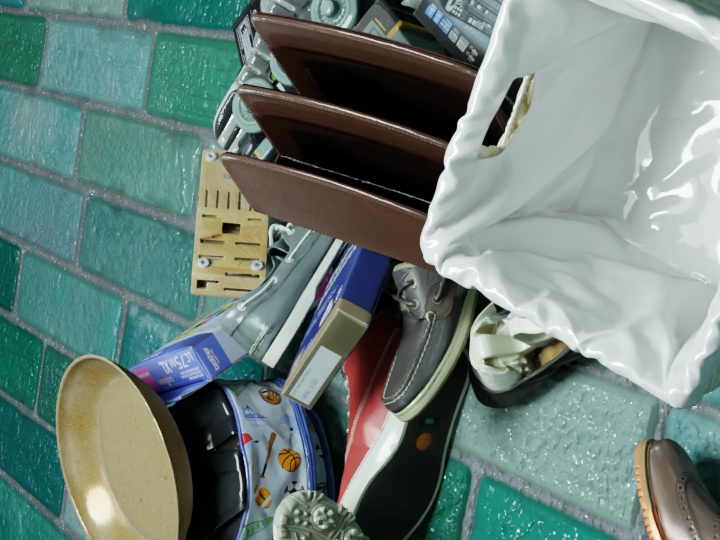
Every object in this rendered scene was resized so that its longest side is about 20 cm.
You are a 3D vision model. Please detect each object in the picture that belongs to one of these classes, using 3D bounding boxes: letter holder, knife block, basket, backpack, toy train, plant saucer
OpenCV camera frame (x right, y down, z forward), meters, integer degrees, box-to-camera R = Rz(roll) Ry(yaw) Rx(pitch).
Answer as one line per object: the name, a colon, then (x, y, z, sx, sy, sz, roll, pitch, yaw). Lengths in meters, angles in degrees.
letter holder: (-0.001, -0.092, 1.075, 0.199, 0.142, 0.101, 19, 69, 30)
knife block: (-0.119, -0.018, 1.379, 0.176, 0.064, 0.201, 100, 171, -54)
basket: (0.174, -0.060, 0.873, 0.200, 0.161, 0.199, 31, 113, 30)
backpack: (-0.107, 0.185, 1.321, 0.191, 0.153, 0.201, -48, 54, 54)
toy train: (-0.019, -0.145, 1.225, 0.200, 0.085, 0.114, -48, 64, 21)
plant saucer: (-0.194, 0.165, 1.274, 0.200, 0.035, 0.201, 21, 118, 48)

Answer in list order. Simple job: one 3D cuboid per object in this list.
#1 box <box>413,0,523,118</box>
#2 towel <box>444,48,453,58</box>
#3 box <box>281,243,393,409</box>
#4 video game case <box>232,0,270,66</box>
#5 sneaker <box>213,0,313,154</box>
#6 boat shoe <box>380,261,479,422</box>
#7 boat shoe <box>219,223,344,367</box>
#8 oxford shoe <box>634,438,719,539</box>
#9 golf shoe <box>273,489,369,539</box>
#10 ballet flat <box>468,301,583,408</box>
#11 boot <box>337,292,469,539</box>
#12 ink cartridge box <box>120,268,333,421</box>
box: (0.140, -0.184, 1.044, 0.200, 0.050, 0.158, 54, 124, 36)
towel: (0.129, -0.197, 1.134, 0.200, 0.022, 0.147, 10, 94, 57)
box: (0.000, 0.000, 1.186, 0.121, 0.032, 0.200, -57, 7, 47)
video game case: (-0.052, -0.204, 1.401, 0.181, 0.025, 0.201, -46, 49, 44)
sneaker: (-0.066, -0.199, 1.339, 0.200, 0.075, 0.116, -53, 13, 12)
boat shoe: (0.051, 0.014, 1.121, 0.073, 0.065, 0.201, -27, 38, 61)
boat shoe: (-0.051, -0.017, 1.245, 0.200, 0.062, 0.073, -63, 1, -27)
oxford shoe: (0.230, 0.178, 0.905, 0.073, 0.071, 0.201, -39, 57, 23)
golf shoe: (-0.028, 0.251, 1.174, 0.097, 0.078, 0.201, 6, 129, 51)
ballet flat: (0.120, 0.043, 1.071, 0.200, 0.068, 0.068, -40, 56, 47)
boot: (0.007, 0.125, 1.233, 0.144, 0.072, 0.201, 32, 104, 54)
ink cartridge box: (-0.120, 0.058, 1.326, 0.119, 0.200, 0.042, -21, 104, 53)
